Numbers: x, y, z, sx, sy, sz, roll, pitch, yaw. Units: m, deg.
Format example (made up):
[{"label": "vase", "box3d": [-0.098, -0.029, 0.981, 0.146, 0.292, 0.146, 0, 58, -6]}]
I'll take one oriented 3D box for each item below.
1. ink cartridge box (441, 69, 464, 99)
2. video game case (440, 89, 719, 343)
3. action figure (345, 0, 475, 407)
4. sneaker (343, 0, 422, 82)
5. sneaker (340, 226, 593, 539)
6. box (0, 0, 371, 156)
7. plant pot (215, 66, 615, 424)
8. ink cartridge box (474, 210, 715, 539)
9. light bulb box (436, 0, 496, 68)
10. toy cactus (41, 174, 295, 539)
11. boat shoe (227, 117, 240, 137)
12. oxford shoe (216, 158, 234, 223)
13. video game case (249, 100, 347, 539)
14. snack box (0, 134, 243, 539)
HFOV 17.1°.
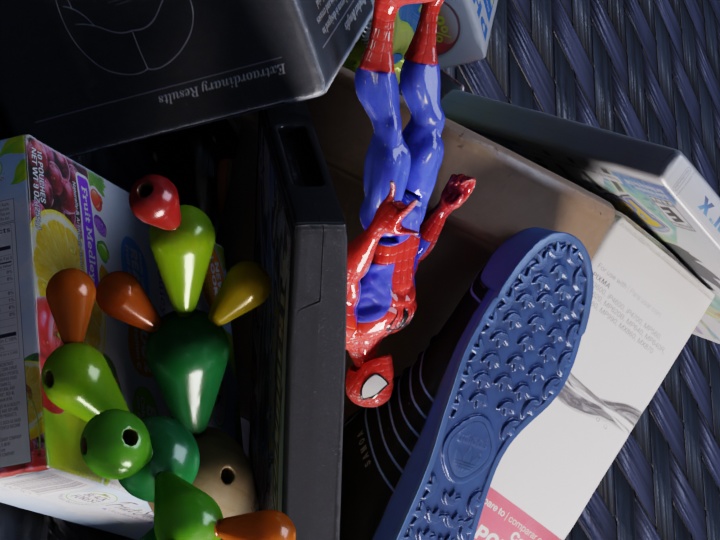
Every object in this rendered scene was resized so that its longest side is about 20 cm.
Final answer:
[{"label": "ink cartridge box", "box3d": [0.066, -0.031, 1.464, 0.200, 0.045, 0.176, -106, -159, -81]}, {"label": "video game case", "box3d": [0.151, -0.019, 1.297, 0.022, 0.200, 0.182, -52, 124, -11]}, {"label": "action figure", "box3d": [0.017, -0.031, 1.058, 0.065, 0.052, 0.200, -23, 130, -55]}, {"label": "sneaker", "box3d": [0.010, -0.126, 1.337, 0.076, 0.105, 0.200, 42, -24, 8]}, {"label": "sneaker", "box3d": [0.034, 0.065, 1.110, 0.070, 0.078, 0.200, 29, 87, -41]}, {"label": "box", "box3d": [-0.102, -0.167, 1.047, 0.107, 0.148, 0.200, -63, 137, -62]}, {"label": "plant pot", "box3d": [0.000, 0.000, 1.189, 0.175, 0.200, 0.200, -63, 158, 3]}, {"label": "ink cartridge box", "box3d": [0.077, 0.063, 1.286, 0.085, 0.146, 0.200, 35, 81, -25]}, {"label": "light bulb box", "box3d": [0.000, -0.242, 1.436, 0.200, 0.125, 0.198, -74, 147, -54]}, {"label": "toy cactus", "box3d": [-0.067, 0.074, 0.964, 0.165, 0.102, 0.200, 51, 33, -72]}, {"label": "boat shoe", "box3d": [-0.075, -0.119, 1.268, 0.065, 0.074, 0.200, -50, 138, -29]}, {"label": "oxford shoe", "box3d": [-0.019, -0.007, 1.323, 0.200, 0.073, 0.071, 49, 34, -54]}, {"label": "video game case", "box3d": [-0.029, 0.045, 1.029, 0.181, 0.025, 0.200, -108, -162, -69]}, {"label": "snack box", "box3d": [-0.114, 0.037, 1.046, 0.200, 0.053, 0.142, 33, 48, -65]}]
